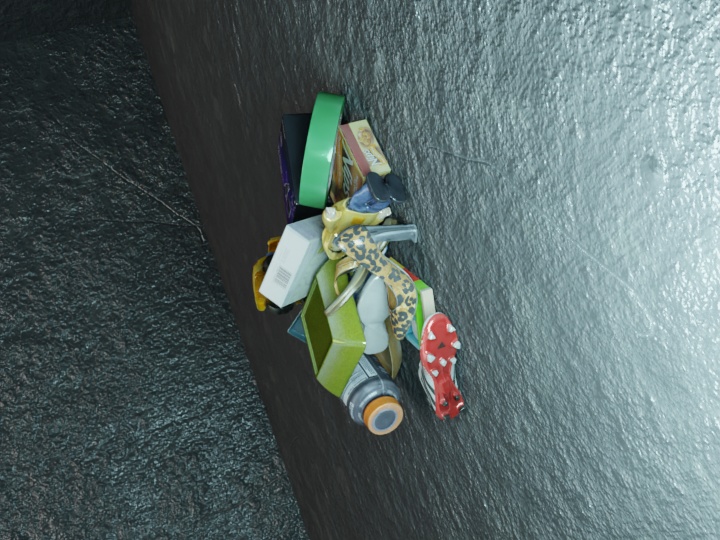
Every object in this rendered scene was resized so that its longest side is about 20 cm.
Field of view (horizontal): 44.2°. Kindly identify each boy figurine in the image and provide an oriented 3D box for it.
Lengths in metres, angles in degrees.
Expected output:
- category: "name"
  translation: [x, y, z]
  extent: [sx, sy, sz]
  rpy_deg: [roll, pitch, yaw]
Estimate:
- category: "boy figurine"
  translation: [-0.013, -0.088, 1.478]
  extent: [0.200, 0.124, 0.065]
  rpy_deg: [-43, 57, 42]

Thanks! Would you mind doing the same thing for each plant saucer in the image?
- category: "plant saucer"
  translation: [0.036, 0.125, 1.731]
  extent: [0.200, 0.035, 0.201]
  rpy_deg: [163, 90, -74]
- category: "plant saucer"
  translation: [-0.059, 0.101, 1.607]
  extent: [0.200, 0.048, 0.200]
  rpy_deg: [115, 145, -51]
- category: "plant saucer"
  translation: [-0.077, 0.073, 1.858]
  extent: [0.200, 0.070, 0.019]
  rpy_deg: [-55, 8, 29]

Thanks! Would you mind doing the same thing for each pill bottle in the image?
- category: "pill bottle"
  translation: [0.008, 0.221, 1.669]
  extent: [0.200, 0.106, 0.107]
  rpy_deg: [-129, 27, -51]

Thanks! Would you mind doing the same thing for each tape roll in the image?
- category: "tape roll"
  translation: [-0.067, -0.211, 1.560]
  extent: [0.200, 0.048, 0.201]
  rpy_deg: [-170, 90, -89]

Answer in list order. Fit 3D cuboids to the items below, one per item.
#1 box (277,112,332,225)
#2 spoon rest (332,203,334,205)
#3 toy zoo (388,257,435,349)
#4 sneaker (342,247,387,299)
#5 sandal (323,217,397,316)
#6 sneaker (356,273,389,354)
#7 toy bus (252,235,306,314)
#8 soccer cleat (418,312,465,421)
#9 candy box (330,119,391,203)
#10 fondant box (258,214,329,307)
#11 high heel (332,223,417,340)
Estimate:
- category: "box"
  translation: [-0.114, -0.193, 1.778]
  extent: [0.141, 0.079, 0.201]
  rpy_deg: [118, 145, -64]
- category: "spoon rest"
  translation: [-0.031, -0.051, 1.768]
  extent: [0.099, 0.060, 0.201]
  rpy_deg: [-165, 74, -70]
- category: "toy zoo"
  translation: [0.081, 0.059, 1.549]
  extent: [0.200, 0.020, 0.132]
  rpy_deg: [-139, 36, -60]
- category: "sneaker"
  translation: [0.000, 0.000, 1.644]
  extent: [0.074, 0.082, 0.200]
  rpy_deg: [63, 160, 19]
- category: "sandal"
  translation: [-0.008, -0.011, 1.499]
  extent: [0.054, 0.200, 0.080]
  rpy_deg: [33, 179, 2]
- category: "sneaker"
  translation: [0.019, 0.056, 1.581]
  extent: [0.200, 0.075, 0.089]
  rpy_deg: [100, 160, -45]
- category: "toy bus"
  translation: [-0.144, -0.021, 1.910]
  extent: [0.192, 0.199, 0.136]
  rpy_deg: [-112, 17, -45]
- category: "soccer cleat"
  translation: [0.122, 0.151, 1.432]
  extent: [0.085, 0.068, 0.201]
  rpy_deg: [37, 146, 56]
- category: "candy box"
  translation: [-0.003, -0.153, 1.557]
  extent: [0.200, 0.055, 0.116]
  rpy_deg: [103, 147, -58]
- category: "fondant box"
  translation: [-0.089, -0.027, 1.639]
  extent: [0.058, 0.200, 0.145]
  rpy_deg: [34, 116, 17]
- category: "high heel"
  translation: [0.019, 0.022, 1.439]
  extent: [0.071, 0.142, 0.201]
  rpy_deg: [-150, 58, -64]
